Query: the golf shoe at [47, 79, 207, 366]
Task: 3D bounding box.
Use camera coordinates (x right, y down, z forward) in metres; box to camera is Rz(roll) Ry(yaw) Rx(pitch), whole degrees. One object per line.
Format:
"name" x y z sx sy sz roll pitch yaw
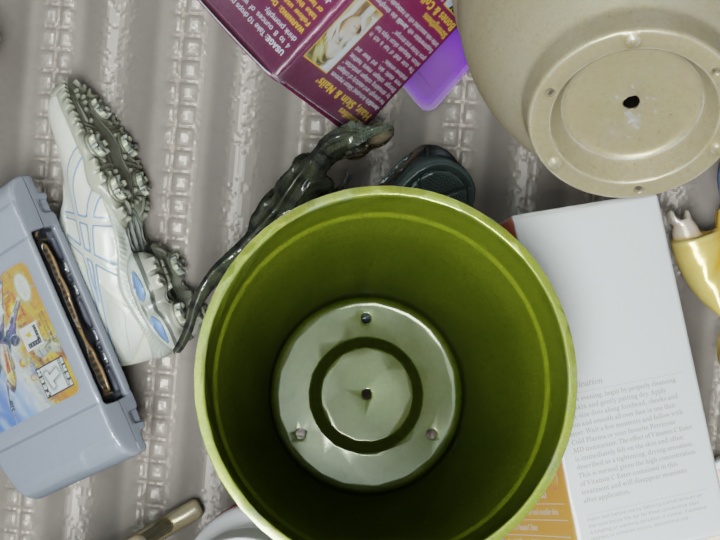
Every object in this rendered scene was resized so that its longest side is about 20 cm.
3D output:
"golf shoe" -0.186 -0.028 0.985 0.097 0.078 0.202 -23 86 16

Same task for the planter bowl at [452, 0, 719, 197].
"planter bowl" 0.153 -0.129 0.834 0.198 0.135 0.201 1 135 1

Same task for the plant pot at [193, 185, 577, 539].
"plant pot" 0.009 0.069 0.835 0.198 0.193 0.203 0 82 -3

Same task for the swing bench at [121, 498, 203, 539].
"swing bench" -0.159 0.295 0.956 0.199 0.130 0.200 -31 86 10

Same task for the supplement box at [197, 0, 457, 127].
"supplement box" 0.010 -0.204 0.906 0.200 0.131 0.103 -46 67 8

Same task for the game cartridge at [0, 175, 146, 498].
"game cartridge" -0.231 0.052 0.986 0.133 0.041 0.201 -26 87 33

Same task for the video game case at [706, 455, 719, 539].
"video game case" 0.253 0.191 0.931 0.199 0.017 0.144 -26 86 10

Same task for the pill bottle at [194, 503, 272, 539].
"pill bottle" -0.047 0.193 0.896 0.113 0.200 0.115 0 91 10

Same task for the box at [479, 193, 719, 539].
"box" 0.134 0.069 0.875 0.097 0.124 0.202 -9 83 -15

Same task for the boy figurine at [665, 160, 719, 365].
"boy figurine" 0.252 -0.013 0.905 0.123 0.064 0.202 8 89 8

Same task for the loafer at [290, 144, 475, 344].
"loafer" 0.000 0.000 0.964 0.072 0.063 0.200 37 103 -23

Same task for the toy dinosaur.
"toy dinosaur" -0.053 -0.029 0.950 0.047 0.088 0.200 41 99 8

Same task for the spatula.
"spatula" 0.100 -0.191 0.951 0.200 0.021 0.057 -42 73 7
